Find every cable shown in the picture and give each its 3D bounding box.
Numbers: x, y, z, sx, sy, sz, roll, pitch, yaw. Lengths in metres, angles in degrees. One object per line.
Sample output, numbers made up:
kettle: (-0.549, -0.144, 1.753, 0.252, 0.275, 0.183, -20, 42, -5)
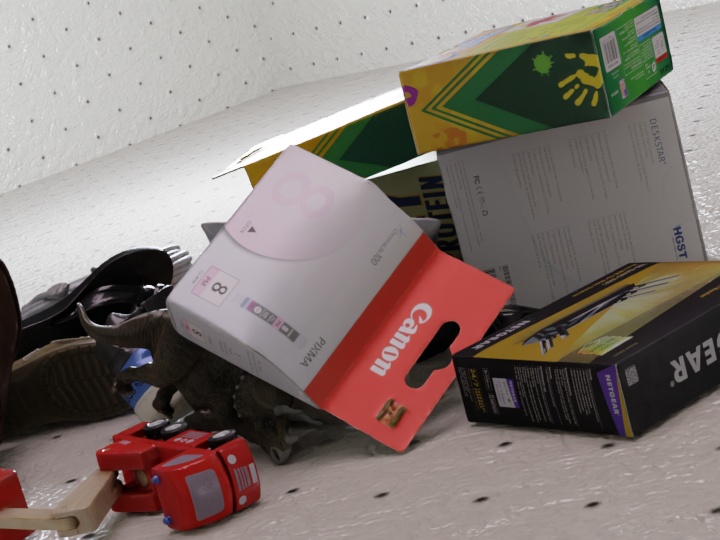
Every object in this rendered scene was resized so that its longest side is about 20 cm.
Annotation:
cable: (-0.256, 0.036, 1.682, 0.199, 0.070, 0.199, -24, 0, -42)

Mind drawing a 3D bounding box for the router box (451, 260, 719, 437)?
router box: (0.187, 0.049, 1.146, 0.199, 0.053, 0.156, -25, 15, -37)

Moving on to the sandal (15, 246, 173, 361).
sandal: (-0.252, 0.052, 1.544, 0.200, 0.076, 0.048, -35, 37, -16)

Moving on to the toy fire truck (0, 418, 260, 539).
toy fire truck: (-0.175, 0.153, 1.151, 0.140, 0.049, 0.199, -24, 15, -34)

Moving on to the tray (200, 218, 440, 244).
tray: (-0.032, -0.022, 1.402, 0.197, 0.022, 0.107, -1, -11, 1)

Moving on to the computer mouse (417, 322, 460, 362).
computer mouse: (-0.007, 0.058, 1.299, 0.199, 0.059, 0.034, -22, -23, 32)

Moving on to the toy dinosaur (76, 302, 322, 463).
toy dinosaur: (-0.120, 0.076, 1.235, 0.103, 0.200, 0.077, -51, -12, 18)

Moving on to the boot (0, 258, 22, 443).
boot: (-0.311, 0.085, 1.340, 0.063, 0.189, 0.200, -2, 7, -7)

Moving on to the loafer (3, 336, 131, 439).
loafer: (-0.266, 0.096, 1.475, 0.198, 0.077, 0.068, -13, 18, 13)

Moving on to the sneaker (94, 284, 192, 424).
sneaker: (-0.133, 0.048, 1.392, 0.199, 0.111, 0.077, -27, -20, -40)

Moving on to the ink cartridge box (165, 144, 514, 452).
ink cartridge box: (-0.014, 0.015, 1.187, 0.199, 0.057, 0.163, 24, 62, 26)

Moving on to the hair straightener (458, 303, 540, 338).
hair straightener: (0.068, 0.049, 1.317, 0.198, 0.041, 0.077, -1, -8, 30)

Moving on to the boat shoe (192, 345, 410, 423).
boat shoe: (-0.041, 0.075, 1.268, 0.198, 0.073, 0.063, -14, 21, 34)

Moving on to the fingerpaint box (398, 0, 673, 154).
fingerpaint box: (0.148, -0.161, 1.354, 0.165, 0.074, 0.200, -9, 13, 27)

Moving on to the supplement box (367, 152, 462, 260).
supplement box: (0.053, -0.045, 1.558, 0.197, 0.136, 0.200, -15, 11, 0)

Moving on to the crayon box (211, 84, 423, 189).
crayon box: (-0.016, -0.107, 1.439, 0.198, 0.052, 0.126, -20, 12, 20)

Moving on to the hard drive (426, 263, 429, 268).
hard drive: (0.000, 0.000, 1.334, 0.133, 0.043, 0.200, -1, -8, 4)

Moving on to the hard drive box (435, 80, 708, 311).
hard drive box: (0.177, -0.056, 1.396, 0.198, 0.158, 0.077, -13, 12, 8)
